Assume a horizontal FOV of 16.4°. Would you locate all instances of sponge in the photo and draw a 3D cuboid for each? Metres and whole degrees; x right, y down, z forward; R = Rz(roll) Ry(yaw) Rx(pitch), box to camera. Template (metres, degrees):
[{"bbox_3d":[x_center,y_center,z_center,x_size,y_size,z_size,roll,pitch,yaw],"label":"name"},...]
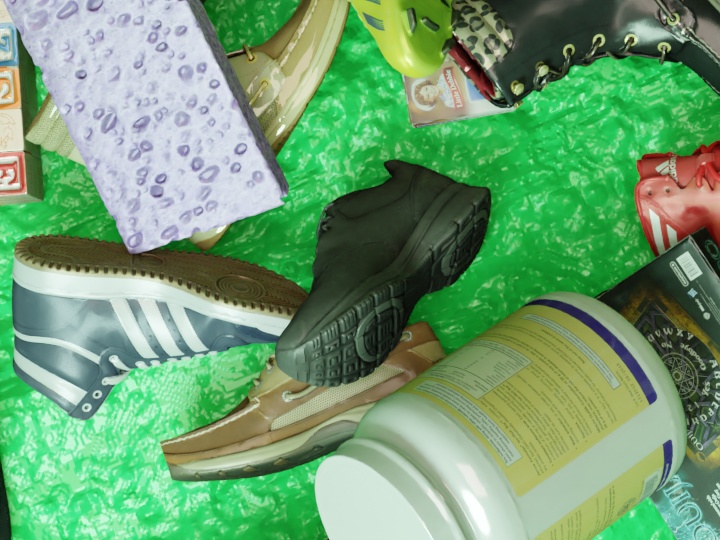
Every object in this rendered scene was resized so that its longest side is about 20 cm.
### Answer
[{"bbox_3d":[-0.135,-0.114,1.568,0.112,0.030,0.200,-19,112,15],"label":"sponge"}]

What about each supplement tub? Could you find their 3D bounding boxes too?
[{"bbox_3d":[0.086,0.117,1.536,0.200,0.145,0.145,-32,84,-29],"label":"supplement tub"}]

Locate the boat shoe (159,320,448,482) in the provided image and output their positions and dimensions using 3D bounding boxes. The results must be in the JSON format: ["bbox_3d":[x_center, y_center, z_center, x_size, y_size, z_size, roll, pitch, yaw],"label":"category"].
[{"bbox_3d":[-0.035,0.085,1.629,0.200,0.076,0.074,-16,80,-5],"label":"boat shoe"}]

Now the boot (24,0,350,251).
[{"bbox_3d":[-0.111,-0.134,1.629,0.155,0.073,0.200,31,96,-9],"label":"boot"}]

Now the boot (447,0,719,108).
[{"bbox_3d":[0.157,-0.142,1.609,0.154,0.073,0.204,-39,78,-12],"label":"boot"}]

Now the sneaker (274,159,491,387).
[{"bbox_3d":[0.000,0.000,1.600,0.091,0.076,0.200,29,48,21],"label":"sneaker"}]

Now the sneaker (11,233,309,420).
[{"bbox_3d":[-0.132,0.046,1.625,0.200,0.070,0.109,10,113,-2],"label":"sneaker"}]

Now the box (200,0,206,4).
[{"bbox_3d":[-0.109,-0.277,1.623,0.159,0.046,0.200,37,84,33],"label":"box"}]

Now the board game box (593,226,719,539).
[{"bbox_3d":[0.221,0.090,1.594,0.135,0.028,0.200,-36,84,36],"label":"board game box"}]

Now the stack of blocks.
[{"bbox_3d":[-0.279,-0.142,1.661,0.115,0.059,0.200,-5,87,4],"label":"stack of blocks"}]

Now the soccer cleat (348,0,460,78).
[{"bbox_3d":[0.006,-0.194,1.596,0.084,0.065,0.200,-33,55,25],"label":"soccer cleat"}]

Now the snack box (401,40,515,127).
[{"bbox_3d":[0.052,-0.199,1.657,0.072,0.024,0.200,-10,86,2],"label":"snack box"}]

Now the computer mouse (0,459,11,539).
[{"bbox_3d":[-0.281,0.168,1.652,0.138,0.053,0.200,1,98,5],"label":"computer mouse"}]

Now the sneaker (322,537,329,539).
[{"bbox_3d":[-0.001,0.192,1.623,0.200,0.075,0.090,-1,65,8],"label":"sneaker"}]

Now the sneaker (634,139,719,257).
[{"bbox_3d":[0.235,-0.067,1.567,0.115,0.078,0.200,17,125,3],"label":"sneaker"}]
